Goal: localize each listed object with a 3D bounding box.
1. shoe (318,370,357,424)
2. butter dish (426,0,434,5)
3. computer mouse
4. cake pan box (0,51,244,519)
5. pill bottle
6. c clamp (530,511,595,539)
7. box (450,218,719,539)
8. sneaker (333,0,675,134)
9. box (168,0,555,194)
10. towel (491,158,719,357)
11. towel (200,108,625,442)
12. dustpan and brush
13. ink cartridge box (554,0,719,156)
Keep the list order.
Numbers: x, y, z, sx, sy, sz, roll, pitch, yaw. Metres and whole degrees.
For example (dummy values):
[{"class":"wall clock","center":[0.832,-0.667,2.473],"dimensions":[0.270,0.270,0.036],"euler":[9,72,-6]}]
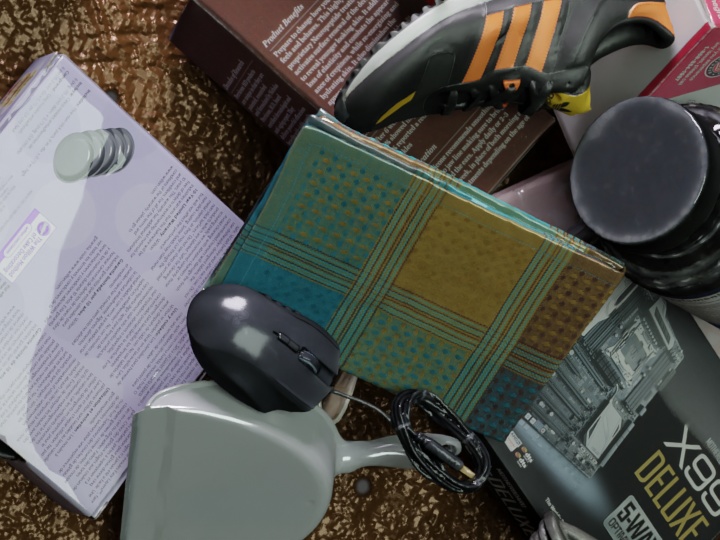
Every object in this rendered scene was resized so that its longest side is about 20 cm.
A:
[{"class":"shoe","center":[0.000,0.000,1.609],"dimensions":[0.070,0.053,0.201],"euler":[27,81,-35]},{"class":"butter dish","center":[0.108,-0.226,1.610],"dimensions":[0.199,0.148,0.200],"euler":[-17,97,-24]},{"class":"computer mouse","center":[-0.008,0.066,1.523],"dimensions":[0.200,0.034,0.059],"euler":[28,62,-17]},{"class":"cake pan box","center":[-0.167,0.012,1.537],"dimensions":[0.184,0.052,0.200],"euler":[41,74,-19]},{"class":"pill bottle","center":[0.203,-0.031,1.581],"dimensions":[0.200,0.112,0.112],"euler":[26,79,-55]},{"class":"c clamp","center":[0.066,0.205,1.605],"dimensions":[0.199,0.027,0.171],"euler":[-22,103,9]},{"class":"box","center":[0.146,0.090,1.654],"dimensions":[0.158,0.050,0.200],"euler":[-40,108,-20]},{"class":"sneaker","center":[0.083,-0.115,1.507],"dimensions":[0.200,0.070,0.090],"euler":[-32,83,-16]},{"class":"box","center":[0.000,-0.109,1.566],"dimensions":[0.200,0.075,0.100],"euler":[43,66,-2]},{"class":"towel","center":[0.146,0.029,1.698],"dimensions":[0.191,0.032,0.201],"euler":[-26,102,-24]},{"class":"towel","center":[0.027,0.006,1.528],"dimensions":[0.200,0.022,0.147],"euler":[25,124,-13]},{"class":"dustpan and brush","center":[-0.037,0.114,1.569],"dimensions":[0.199,0.057,0.140],"euler":[2,127,-10]},{"class":"ink cartridge box","center":[0.229,-0.131,1.632],"dimensions":[0.199,0.145,0.085],"euler":[-2,59,-35]}]
